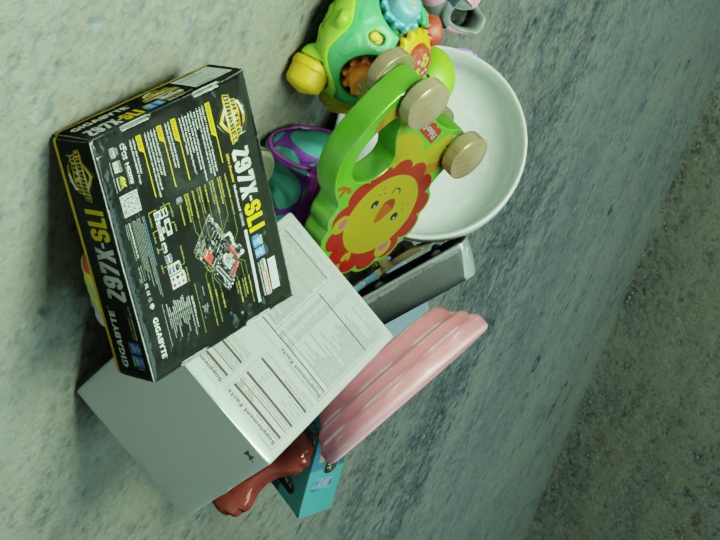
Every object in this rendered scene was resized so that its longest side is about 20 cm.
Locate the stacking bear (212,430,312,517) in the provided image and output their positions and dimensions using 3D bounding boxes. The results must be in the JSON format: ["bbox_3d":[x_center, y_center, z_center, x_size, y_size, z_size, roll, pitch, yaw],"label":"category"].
[{"bbox_3d":[-0.151,0.152,1.415,0.121,0.114,0.200,-36,151,6],"label":"stacking bear"}]

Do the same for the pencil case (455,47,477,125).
[{"bbox_3d":[0.101,-0.141,1.567,0.085,0.084,0.201,0,84,-68],"label":"pencil case"}]

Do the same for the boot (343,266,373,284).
[{"bbox_3d":[-0.013,-0.054,1.564,0.201,0.070,0.146,90,24,-45],"label":"boot"}]

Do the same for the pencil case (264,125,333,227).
[{"bbox_3d":[-0.068,-0.038,1.386,0.093,0.085,0.201,-113,-148,-53],"label":"pencil case"}]

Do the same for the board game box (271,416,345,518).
[{"bbox_3d":[-0.068,0.138,1.533,0.047,0.151,0.201,-13,134,-34],"label":"board game box"}]

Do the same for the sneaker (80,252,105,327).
[{"bbox_3d":[-0.156,-0.048,1.171,0.200,0.078,0.090,-58,152,-21],"label":"sneaker"}]

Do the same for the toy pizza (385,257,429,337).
[{"bbox_3d":[0.006,0.069,1.687,0.200,0.032,0.201,4,85,-43],"label":"toy pizza"}]

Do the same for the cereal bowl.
[{"bbox_3d":[0.069,-0.124,1.479,0.201,0.200,0.083,-59,177,-8],"label":"cereal bowl"}]

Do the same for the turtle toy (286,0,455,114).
[{"bbox_3d":[0.025,-0.205,1.357,0.146,0.101,0.200,-62,156,3],"label":"turtle toy"}]

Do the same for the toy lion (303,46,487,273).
[{"bbox_3d":[0.017,-0.084,1.319,0.192,0.069,0.200,-46,154,1],"label":"toy lion"}]

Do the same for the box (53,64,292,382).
[{"bbox_3d":[-0.139,-0.037,1.112,0.160,0.049,0.201,-34,122,-41],"label":"box"}]

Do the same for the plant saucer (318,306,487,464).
[{"bbox_3d":[0.032,0.101,1.367,0.200,0.051,0.201,-40,174,-5],"label":"plant saucer"}]

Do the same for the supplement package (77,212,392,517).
[{"bbox_3d":[-0.109,0.082,1.275,0.152,0.151,0.200,-37,-175,46],"label":"supplement package"}]

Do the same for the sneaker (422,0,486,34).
[{"bbox_3d":[0.084,-0.300,1.424,0.070,0.082,0.200,-58,161,-8],"label":"sneaker"}]

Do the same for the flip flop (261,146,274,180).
[{"bbox_3d":[-0.136,-0.031,1.267,0.200,0.057,0.081,-49,158,-32],"label":"flip flop"}]

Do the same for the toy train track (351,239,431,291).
[{"bbox_3d":[0.000,0.000,1.456,0.115,0.033,0.200,-32,-178,32],"label":"toy train track"}]

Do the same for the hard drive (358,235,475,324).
[{"bbox_3d":[0.058,0.010,1.487,0.134,0.042,0.200,-29,-178,4],"label":"hard drive"}]
